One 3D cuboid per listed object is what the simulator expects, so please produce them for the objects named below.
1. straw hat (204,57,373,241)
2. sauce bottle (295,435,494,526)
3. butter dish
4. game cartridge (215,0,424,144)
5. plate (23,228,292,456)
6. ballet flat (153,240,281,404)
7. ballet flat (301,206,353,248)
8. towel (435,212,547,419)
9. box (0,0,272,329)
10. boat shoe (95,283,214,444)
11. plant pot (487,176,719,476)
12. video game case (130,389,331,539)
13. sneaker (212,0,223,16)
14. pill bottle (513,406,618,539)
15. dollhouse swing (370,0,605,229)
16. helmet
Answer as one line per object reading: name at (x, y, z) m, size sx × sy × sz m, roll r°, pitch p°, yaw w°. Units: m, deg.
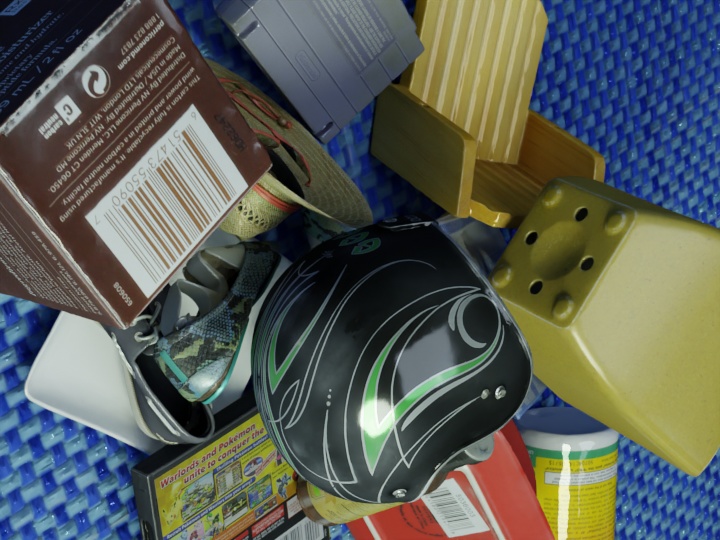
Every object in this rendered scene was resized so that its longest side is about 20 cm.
straw hat at (-0.089, -0.072, 1.166) m, size 0.085 × 0.201 × 0.201 m, roll -47°, pitch 134°, yaw 15°
sauce bottle at (0.028, 0.161, 1.220) m, size 0.065 × 0.200 × 0.065 m, roll 21°, pitch 56°, yaw -35°
butter dish at (0.080, 0.175, 1.364) m, size 0.200 × 0.199 × 0.148 m, roll 63°, pitch 34°, yaw -31°
game cartridge at (-0.027, -0.198, 1.199) m, size 0.130 × 0.038 × 0.200 m, roll -47°, pitch 149°, yaw -4°
plate at (-0.161, 0.043, 1.187) m, size 0.200 × 0.032 × 0.200 m, roll 34°, pitch 76°, yaw -42°
ballet flat at (-0.110, 0.019, 1.125) m, size 0.200 × 0.074 × 0.074 m, roll -75°, pitch 150°, yaw -59°
ballet flat at (0.000, 0.000, 1.300) m, size 0.200 × 0.074 × 0.074 m, roll 41°, pitch 70°, yaw -36°
towel at (0.129, 0.028, 1.383) m, size 0.200 × 0.024 × 0.147 m, roll 67°, pitch 25°, yaw -2°
box at (-0.205, -0.085, 1.004) m, size 0.166 × 0.200 × 0.164 m, roll -51°, pitch 128°, yaw -24°
boat shoe at (-0.158, 0.045, 1.125) m, size 0.073 × 0.063 × 0.200 m, roll -31°, pitch 117°, yaw -32°
plant pot at (0.224, 0.026, 1.276) m, size 0.200 × 0.194 × 0.196 m, roll 32°, pitch 88°, yaw -38°
video game case at (-0.103, 0.199, 1.246) m, size 0.200 × 0.025 × 0.181 m, roll -31°, pitch 126°, yaw -42°
sneaker at (-0.029, -0.239, 1.228) m, size 0.200 × 0.073 × 0.112 m, roll -49°, pitch 126°, yaw -27°
pill bottle at (0.207, 0.251, 1.519) m, size 0.113 × 0.113 × 0.201 m, roll -10°, pitch 105°, yaw -42°
dollhouse swing at (0.139, -0.154, 1.347) m, size 0.200 × 0.182 × 0.176 m, roll 5°, pitch 116°, yaw -43°
helmet at (0.010, 0.072, 1.108) m, size 0.191 × 0.200 × 0.200 m, roll -36°, pitch 123°, yaw -9°
